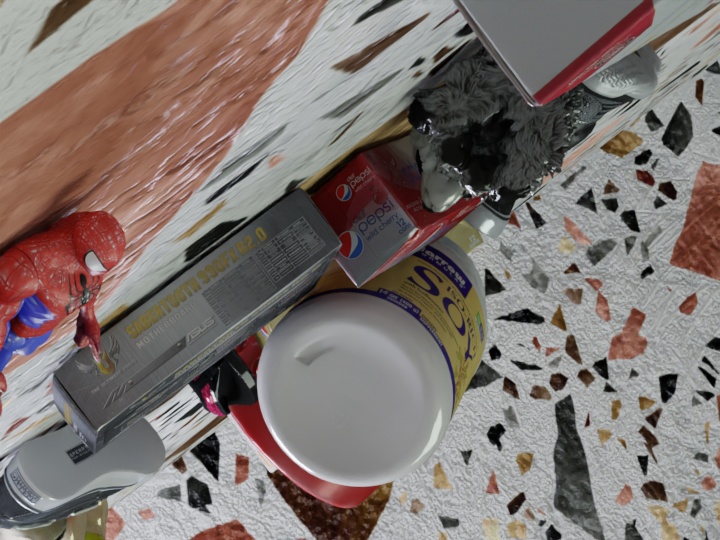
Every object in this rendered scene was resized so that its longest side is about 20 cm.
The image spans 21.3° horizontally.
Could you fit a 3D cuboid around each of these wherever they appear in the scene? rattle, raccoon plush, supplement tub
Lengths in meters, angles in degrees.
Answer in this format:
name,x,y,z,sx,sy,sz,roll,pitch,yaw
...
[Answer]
name,x,y,z,sx,sy,sz,roll,pitch,yaw
rattle,-0.331,0.249,1.969,0.200,0.142,0.131,70,39,-71
raccoon plush,0.109,-0.114,1.242,0.199,0.097,0.134,-38,-176,4
supplement tub,0.016,0.056,1.427,0.145,0.146,0.200,-39,-173,24

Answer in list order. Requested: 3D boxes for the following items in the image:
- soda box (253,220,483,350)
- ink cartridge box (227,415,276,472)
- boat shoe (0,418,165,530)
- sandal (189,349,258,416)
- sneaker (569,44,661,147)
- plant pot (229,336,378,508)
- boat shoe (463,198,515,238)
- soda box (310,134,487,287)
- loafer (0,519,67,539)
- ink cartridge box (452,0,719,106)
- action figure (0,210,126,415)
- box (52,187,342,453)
name,x,y,z,sx,sy,sz,roll,pitch,yaw
soda box,0.000,0.000,1.574,0.199,0.068,0.064,-36,-155,-15
ink cartridge box,-0.096,0.168,2.439,0.125,0.129,0.200,-36,176,-12
boat shoe,-0.229,0.162,1.529,0.068,0.072,0.200,-41,173,24
sandal,-0.132,0.098,1.653,0.045,0.075,0.200,-36,179,-19
sneaker,0.157,-0.131,1.412,0.114,0.076,0.200,-41,178,18
plant pot,-0.013,0.091,1.801,0.183,0.200,0.200,-46,174,15
boat shoe,0.107,-0.086,1.532,0.068,0.073,0.199,-49,-177,19
soda box,0.029,-0.050,1.353,0.063,0.070,0.200,-40,177,20
loafer,-0.298,0.224,1.656,0.076,0.068,0.200,-36,176,-20
ink cartridge box,0.145,-0.169,0.879,0.146,0.083,0.200,-40,175,36
action figure,-0.145,0.025,0.826,0.065,0.052,0.200,-30,170,-38
box,-0.111,0.037,1.265,0.199,0.048,0.158,-38,176,-12
